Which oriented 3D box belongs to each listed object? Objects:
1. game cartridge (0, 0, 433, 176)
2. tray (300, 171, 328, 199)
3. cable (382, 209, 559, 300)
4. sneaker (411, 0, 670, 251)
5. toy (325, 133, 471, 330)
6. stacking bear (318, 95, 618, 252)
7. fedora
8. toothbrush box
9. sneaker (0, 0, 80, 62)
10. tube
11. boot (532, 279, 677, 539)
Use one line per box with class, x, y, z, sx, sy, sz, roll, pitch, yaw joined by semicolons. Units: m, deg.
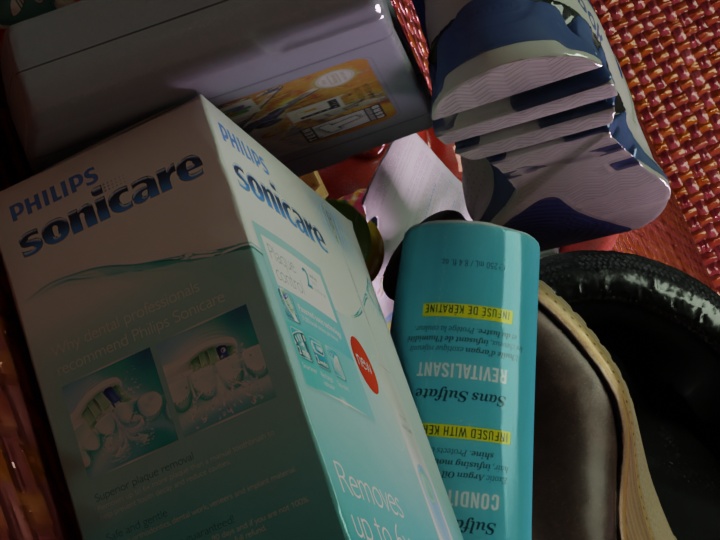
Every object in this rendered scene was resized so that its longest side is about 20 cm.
game cartridge;-0.047;-0.060;0.781;0.200;0.133;0.042;45;22;-79
tray;-0.080;-0.105;0.964;0.200;0.037;0.099;65;13;-8
cable;0.059;0.012;1.004;0.050;0.097;0.200;46;-8;14
sneaker;0.064;-0.086;0.859;0.199;0.081;0.115;60;19;-67
toy;0.000;0.000;0.995;0.047;0.115;0.200;23;-4;12
stacking bear;0.029;-0.044;1.133;0.200;0.121;0.114;27;80;-52
fedora;0.103;0.093;0.988;0.201;0.201;0.092;66;-21;4
toothbrush box;-0.032;0.065;0.742;0.146;0.085;0.200;40;28;-64
sneaker;-0.086;-0.100;0.823;0.200;0.093;0.070;34;36;-87
tube;0.032;0.084;0.818;0.050;0.077;0.200;74;21;-74
boot;0.041;0.104;0.860;0.166;0.072;0.200;-37;100;-38
